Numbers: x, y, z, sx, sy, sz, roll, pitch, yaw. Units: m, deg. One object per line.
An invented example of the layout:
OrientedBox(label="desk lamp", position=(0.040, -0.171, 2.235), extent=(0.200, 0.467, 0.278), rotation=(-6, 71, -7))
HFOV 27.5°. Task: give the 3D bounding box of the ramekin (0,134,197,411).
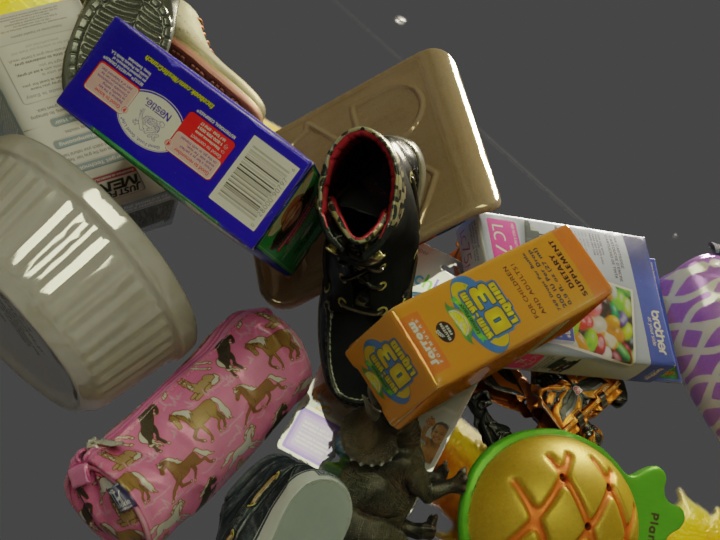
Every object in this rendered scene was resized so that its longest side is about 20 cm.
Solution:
OrientedBox(label="ramekin", position=(-0.218, 0.010, 1.033), extent=(0.202, 0.203, 0.094), rotation=(42, 67, 9))

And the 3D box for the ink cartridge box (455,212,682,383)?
OrientedBox(label="ink cartridge box", position=(0.175, 0.024, 1.163), extent=(0.199, 0.042, 0.120), rotation=(9, 59, -29))

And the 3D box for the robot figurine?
OrientedBox(label="robot figurine", position=(0.126, 0.065, 1.189), extent=(0.145, 0.058, 0.200), rotation=(-37, 76, -28))

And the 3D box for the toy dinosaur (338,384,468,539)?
OrientedBox(label="toy dinosaur", position=(0.014, 0.171, 1.062), extent=(0.102, 0.077, 0.201), rotation=(17, 99, -15))

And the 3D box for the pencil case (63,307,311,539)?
OrientedBox(label="pencil case", position=(-0.120, 0.112, 1.064), extent=(0.083, 0.087, 0.200), rotation=(32, 52, 20))

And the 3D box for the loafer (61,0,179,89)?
OrientedBox(label="loafer", position=(-0.184, -0.207, 1.183), extent=(0.075, 0.070, 0.201), rotation=(29, 67, -15))

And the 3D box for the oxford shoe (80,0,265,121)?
OrientedBox(label="oxford shoe", position=(-0.148, -0.191, 1.251), extent=(0.200, 0.071, 0.074), rotation=(41, 53, 8))

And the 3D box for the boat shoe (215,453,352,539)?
OrientedBox(label="boat shoe", position=(-0.082, 0.223, 1.022), extent=(0.071, 0.091, 0.201), rotation=(38, 79, -24))

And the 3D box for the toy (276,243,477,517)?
OrientedBox(label="toy", position=(0.032, 0.072, 1.124), extent=(0.115, 0.047, 0.201), rotation=(27, 75, 7))

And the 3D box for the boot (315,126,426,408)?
OrientedBox(label="boot", position=(-0.001, -0.001, 1.032), extent=(0.073, 0.154, 0.205), rotation=(9, 90, 9))

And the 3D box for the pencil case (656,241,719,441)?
OrientedBox(label="pencil case", position=(0.312, 0.082, 1.234), extent=(0.085, 0.084, 0.201), rotation=(17, 44, -58))

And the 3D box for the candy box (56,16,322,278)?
OrientedBox(label="candy box", position=(-0.107, -0.080, 1.044), extent=(0.169, 0.200, 0.077), rotation=(37, 90, 7))

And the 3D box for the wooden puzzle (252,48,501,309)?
OrientedBox(label="wooden puzzle", position=(0.005, -0.070, 1.184), extent=(0.199, 0.046, 0.186), rotation=(-24, 49, 12))

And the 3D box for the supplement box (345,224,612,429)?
OrientedBox(label="supplement box", position=(0.086, 0.036, 1.030), extent=(0.199, 0.069, 0.067), rotation=(-26, 77, -40))

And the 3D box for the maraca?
OrientedBox(label="maraca", position=(0.159, 0.191, 1.097), extent=(0.199, 0.107, 0.138), rotation=(14, 82, -24))

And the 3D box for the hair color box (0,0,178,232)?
OrientedBox(label="hair color box", position=(-0.233, -0.117, 1.182), extent=(0.099, 0.061, 0.201), rotation=(-20, 67, -28))
